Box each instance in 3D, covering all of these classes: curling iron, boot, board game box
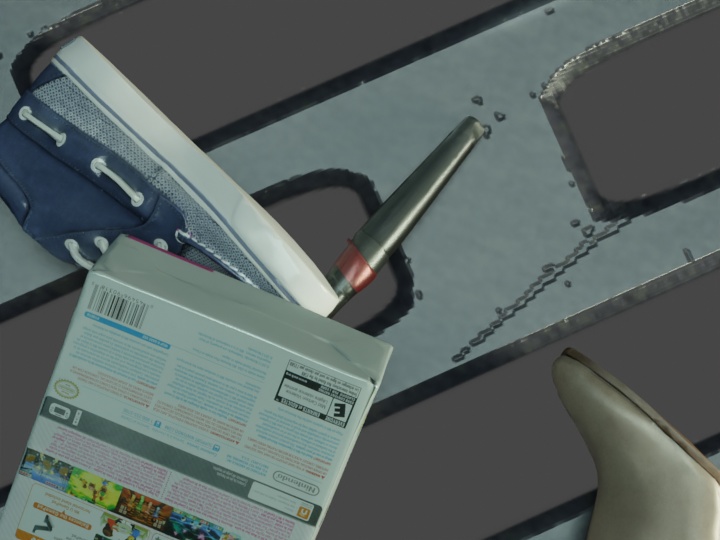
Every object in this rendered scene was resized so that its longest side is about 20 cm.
[{"bbox_3d":[0.000,0.000,1.268,0.025,0.050,0.201,29,77,24],"label":"curling iron"},{"bbox_3d":[-0.105,-0.022,1.245,0.090,0.073,0.200,-47,70,1],"label":"boot"},{"bbox_3d":[0.133,0.157,1.242,0.200,0.070,0.146,42,87,2],"label":"boot"},{"bbox_3d":[-0.089,0.104,1.203,0.147,0.064,0.201,23,109,0],"label":"board game box"}]
